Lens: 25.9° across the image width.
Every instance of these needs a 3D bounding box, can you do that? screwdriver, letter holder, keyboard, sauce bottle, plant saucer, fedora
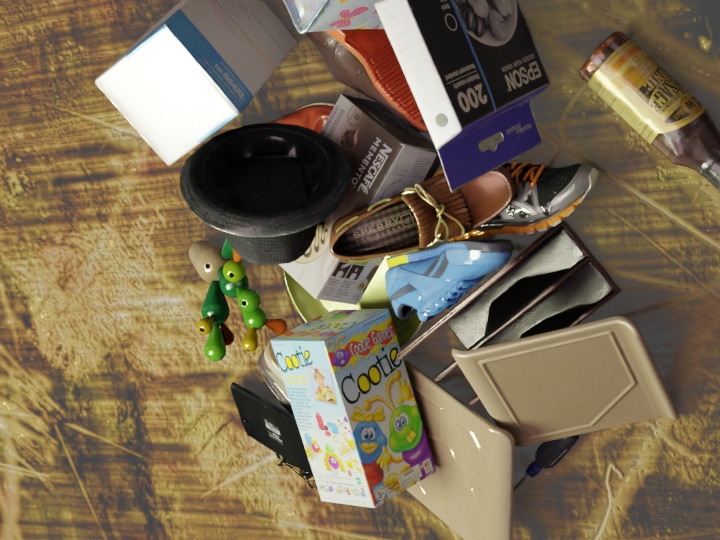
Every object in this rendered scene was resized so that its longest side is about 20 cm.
[{"bbox_3d":[0.183,0.243,1.791,0.028,0.029,0.200,45,120,10],"label":"screwdriver"},{"bbox_3d":[0.153,0.058,1.674,0.101,0.142,0.200,52,126,5],"label":"letter holder"},{"bbox_3d":[-0.089,0.198,1.916,0.200,0.040,0.104,23,134,56],"label":"keyboard"},{"bbox_3d":[0.307,-0.151,1.551,0.200,0.066,0.066,43,125,9],"label":"sauce bottle"},{"bbox_3d":[0.000,0.000,1.819,0.200,0.031,0.201,11,113,28],"label":"plant saucer"},{"bbox_3d":[-0.098,-0.071,1.660,0.200,0.201,0.092,19,131,25],"label":"fedora"}]

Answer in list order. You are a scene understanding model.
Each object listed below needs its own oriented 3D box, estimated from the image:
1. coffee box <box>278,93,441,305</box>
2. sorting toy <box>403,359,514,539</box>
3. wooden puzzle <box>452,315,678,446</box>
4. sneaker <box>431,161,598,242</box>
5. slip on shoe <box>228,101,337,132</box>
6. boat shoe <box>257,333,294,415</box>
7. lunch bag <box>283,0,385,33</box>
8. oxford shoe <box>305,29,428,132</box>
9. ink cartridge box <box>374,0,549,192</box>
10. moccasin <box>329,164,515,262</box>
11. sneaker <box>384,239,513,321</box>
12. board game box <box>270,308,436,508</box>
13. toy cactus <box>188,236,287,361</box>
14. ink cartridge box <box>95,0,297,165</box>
[{"bbox_3d":[-0.011,-0.077,1.721,0.113,0.080,0.200,43,111,34],"label":"coffee box"},{"bbox_3d":[0.104,0.213,1.794,0.200,0.036,0.186,31,134,43],"label":"sorting toy"},{"bbox_3d":[0.217,0.115,1.650,0.200,0.037,0.185,-10,140,21],"label":"wooden puzzle"},{"bbox_3d":[0.157,-0.083,1.652,0.200,0.078,0.077,-14,114,35],"label":"sneaker"},{"bbox_3d":[-0.089,-0.146,1.804,0.200,0.061,0.074,-8,101,33],"label":"slip on shoe"},{"bbox_3d":[-0.048,0.164,1.892,0.200,0.072,0.065,47,147,-1],"label":"boat shoe"},{"bbox_3d":[0.022,-0.338,1.586,0.200,0.169,0.127,-46,69,34],"label":"lunch bag"},{"bbox_3d":[0.015,-0.221,1.717,0.200,0.071,0.073,50,147,11],"label":"oxford shoe"},{"bbox_3d":[0.116,-0.200,1.570,0.043,0.198,0.200,-17,99,38],"label":"ink cartridge box"},{"bbox_3d":[0.062,-0.058,1.611,0.201,0.078,0.074,-13,102,10],"label":"moccasin"},{"bbox_3d":[0.097,0.011,1.671,0.200,0.066,0.079,-16,77,55],"label":"sneaker"},{"bbox_3d":[-0.007,0.154,1.784,0.105,0.103,0.200,-2,108,51],"label":"board game box"},{"bbox_3d":[-0.151,0.003,1.877,0.165,0.102,0.201,37,121,53],"label":"toy cactus"},{"bbox_3d":[-0.174,-0.238,1.751,0.128,0.200,0.125,-30,107,37],"label":"ink cartridge box"}]
